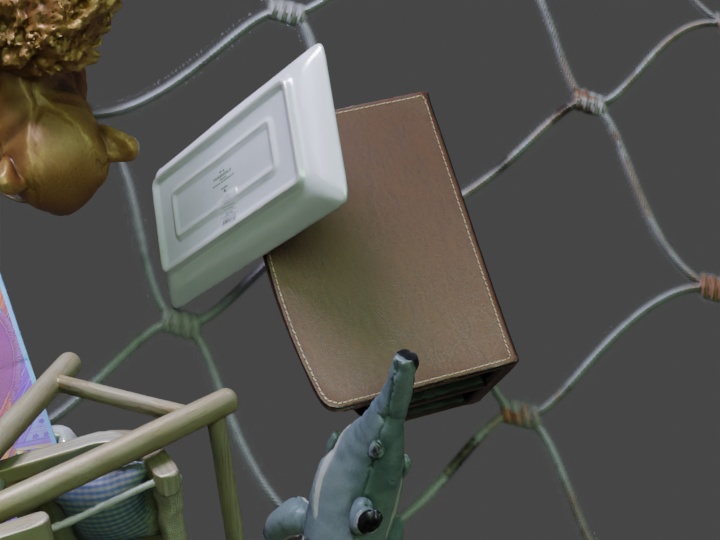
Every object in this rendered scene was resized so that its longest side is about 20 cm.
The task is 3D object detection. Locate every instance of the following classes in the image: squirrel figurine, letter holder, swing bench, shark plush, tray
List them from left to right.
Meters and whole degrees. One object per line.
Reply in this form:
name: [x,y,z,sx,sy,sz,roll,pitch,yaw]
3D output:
squirrel figurine: [-0.218,-0.136,0.842,0.141,0.200,0.187,-13,61,-24]
swing bench: [-0.159,0.181,0.691,0.129,0.200,0.200,9,28,31]
tray: [-0.082,-0.057,0.850,0.022,0.200,0.108,5,66,-39]
letter holder: [0.000,0.000,0.896,0.142,0.101,0.201,-13,73,-15]
shark plush: [0.011,0.141,0.809,0.091,0.200,0.083,25,24,-12]

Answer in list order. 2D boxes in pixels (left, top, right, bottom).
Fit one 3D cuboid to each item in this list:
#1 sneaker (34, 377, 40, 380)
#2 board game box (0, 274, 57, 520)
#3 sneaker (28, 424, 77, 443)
sneaker: [-0.295,0.058,0.824,0.199,0.076,0.091,8,62,-12]
board game box: [-0.270,0.073,0.758,0.157,0.039,0.201,-19,73,-11]
sneaker: [-0.248,0.161,0.791,0.070,0.080,0.200,43,68,4]
